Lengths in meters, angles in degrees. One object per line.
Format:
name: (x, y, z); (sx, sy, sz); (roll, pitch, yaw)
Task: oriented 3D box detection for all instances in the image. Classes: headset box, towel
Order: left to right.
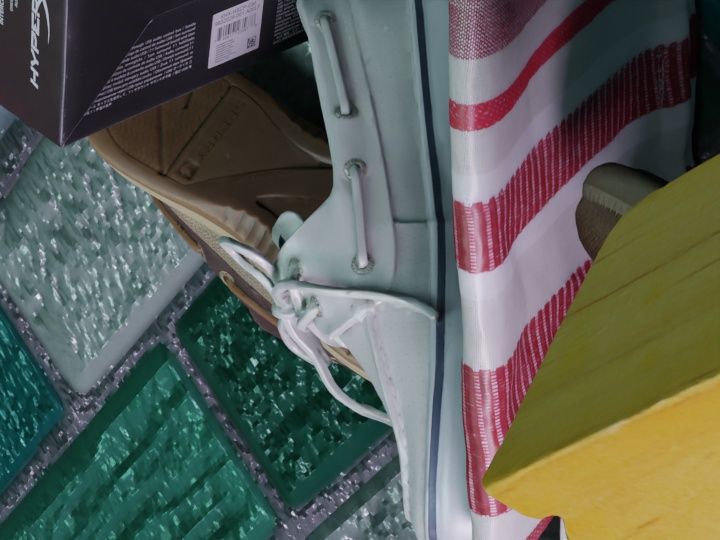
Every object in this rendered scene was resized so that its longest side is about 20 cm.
headset box: (-0.108, -0.139, 0.892); (0.200, 0.149, 0.077); (35, 134, 32)
towel: (0.066, -0.029, 0.761); (0.023, 0.144, 0.201); (11, 121, 27)

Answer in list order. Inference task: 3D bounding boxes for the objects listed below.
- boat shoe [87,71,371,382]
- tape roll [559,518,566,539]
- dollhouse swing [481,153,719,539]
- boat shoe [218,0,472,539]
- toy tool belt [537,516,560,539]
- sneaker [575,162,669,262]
boat shoe: (-0.013, -0.006, 0.938); (0.200, 0.072, 0.072); (33, 164, 19)
tape roll: (0.152, 0.079, 0.739); (0.202, 0.037, 0.204); (1, 92, 29)
dollhouse swing: (0.169, 0.003, 0.587); (0.200, 0.176, 0.182); (31, 148, -19)
boat shoe: (0.000, -0.003, 0.825); (0.075, 0.086, 0.203); (77, -172, -70)
toy tool belt: (0.122, 0.154, 0.847); (0.200, 0.123, 0.125); (35, 101, 23)
sneaker: (0.122, 0.052, 0.689); (0.200, 0.070, 0.076); (40, 98, 20)
